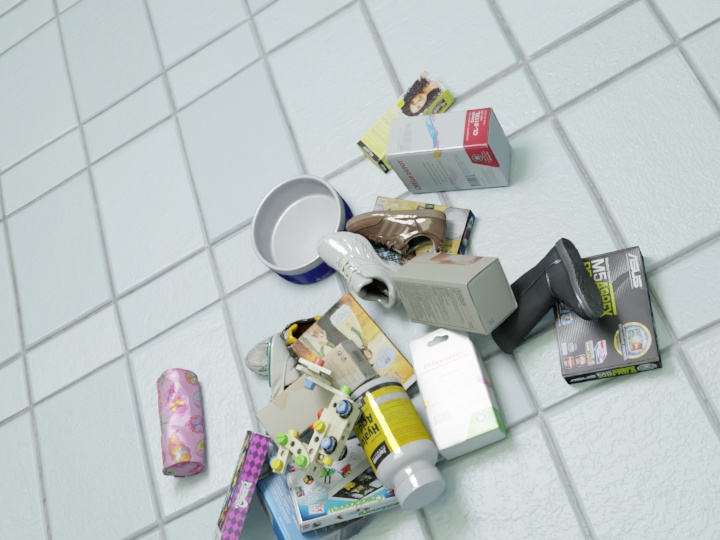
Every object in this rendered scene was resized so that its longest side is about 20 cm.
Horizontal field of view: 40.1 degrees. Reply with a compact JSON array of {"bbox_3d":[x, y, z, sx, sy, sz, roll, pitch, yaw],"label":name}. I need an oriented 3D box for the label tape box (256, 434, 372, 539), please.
[{"bbox_3d":[-0.061,0.391,1.689,0.197,0.064,0.145,-21,56,-19],"label":"label tape box"}]

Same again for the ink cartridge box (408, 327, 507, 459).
[{"bbox_3d":[0.162,0.201,1.674,0.115,0.067,0.203,-22,61,14],"label":"ink cartridge box"}]

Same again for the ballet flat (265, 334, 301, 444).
[{"bbox_3d":[-0.135,0.216,1.785,0.068,0.069,0.205,8,102,28],"label":"ballet flat"}]

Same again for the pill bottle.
[{"bbox_3d":[0.060,0.285,1.621,0.110,0.111,0.202,-36,55,7],"label":"pill bottle"}]

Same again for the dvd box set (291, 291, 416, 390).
[{"bbox_3d":[-0.009,0.162,1.752,0.146,0.029,0.201,-42,80,5],"label":"dvd box set"}]

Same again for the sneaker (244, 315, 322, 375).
[{"bbox_3d":[-0.132,0.131,1.839,0.197,0.082,0.079,-25,59,15],"label":"sneaker"}]

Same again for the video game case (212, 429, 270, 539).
[{"bbox_3d":[-0.208,0.380,1.714,0.035,0.181,0.204,19,80,-8],"label":"video game case"}]

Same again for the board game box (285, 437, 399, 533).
[{"bbox_3d":[-0.023,0.351,1.659,0.196,0.035,0.128,-12,53,-12],"label":"board game box"}]

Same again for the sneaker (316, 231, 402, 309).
[{"bbox_3d":[0.000,0.000,1.783,0.197,0.099,0.079,29,121,11],"label":"sneaker"}]

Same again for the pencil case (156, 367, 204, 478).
[{"bbox_3d":[-0.342,0.288,1.875,0.086,0.087,0.204,-21,60,16],"label":"pencil case"}]

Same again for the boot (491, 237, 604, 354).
[{"bbox_3d":[0.295,0.069,1.622,0.200,0.065,0.167,-44,36,29],"label":"boot"}]

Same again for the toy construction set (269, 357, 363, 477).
[{"bbox_3d":[-0.073,0.248,1.611,0.129,0.091,0.204,14,88,40],"label":"toy construction set"}]

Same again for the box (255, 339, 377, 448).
[{"bbox_3d":[-0.075,0.213,1.698,0.199,0.095,0.078,-40,82,9],"label":"box"}]

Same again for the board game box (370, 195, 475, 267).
[{"bbox_3d":[0.102,-0.059,1.837,0.196,0.035,0.138,11,73,29],"label":"board game box"}]

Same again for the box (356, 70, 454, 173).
[{"bbox_3d":[0.088,-0.291,1.936,0.200,0.050,0.075,-48,57,1],"label":"box"}]

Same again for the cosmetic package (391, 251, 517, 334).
[{"bbox_3d":[0.157,0.035,1.674,0.087,0.105,0.198,-36,25,-28],"label":"cosmetic package"}]

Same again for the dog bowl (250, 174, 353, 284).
[{"bbox_3d":[-0.111,-0.079,1.923,0.196,0.079,0.204,-10,65,22],"label":"dog bowl"}]

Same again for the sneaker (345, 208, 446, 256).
[{"bbox_3d":[0.061,-0.065,1.798,0.196,0.070,0.077,-5,71,25],"label":"sneaker"}]

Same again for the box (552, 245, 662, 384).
[{"bbox_3d":[0.400,0.074,1.627,0.157,0.044,0.204,-13,63,22],"label":"box"}]

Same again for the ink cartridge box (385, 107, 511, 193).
[{"bbox_3d":[0.163,-0.217,1.810,0.196,0.146,0.085,-2,65,24],"label":"ink cartridge box"}]
